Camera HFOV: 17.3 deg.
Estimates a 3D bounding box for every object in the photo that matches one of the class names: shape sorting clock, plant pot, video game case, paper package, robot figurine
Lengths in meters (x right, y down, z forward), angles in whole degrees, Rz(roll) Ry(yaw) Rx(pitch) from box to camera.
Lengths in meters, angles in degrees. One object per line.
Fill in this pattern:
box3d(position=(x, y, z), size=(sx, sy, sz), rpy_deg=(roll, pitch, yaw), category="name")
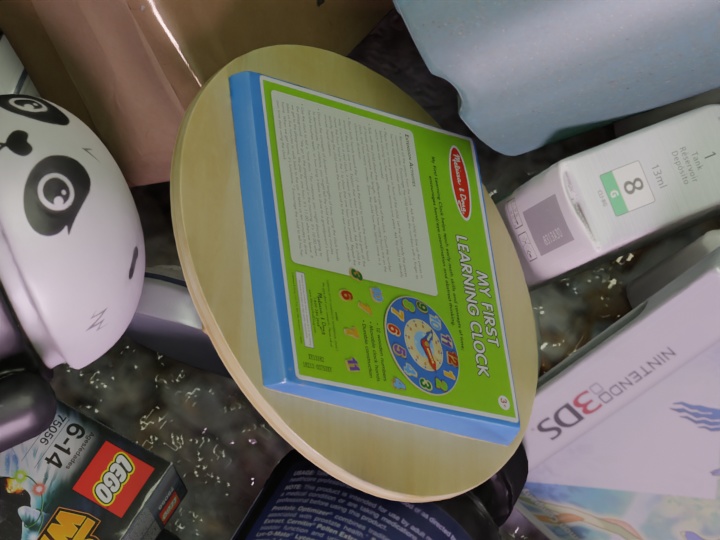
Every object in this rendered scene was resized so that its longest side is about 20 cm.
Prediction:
box3d(position=(0.000, 0.000, 0.970), size=(0.200, 0.039, 0.200), rpy_deg=(23, 52, -32), category="shape sorting clock")
box3d(position=(0.119, -0.151, 0.989), size=(0.196, 0.200, 0.200), rpy_deg=(-24, 78, 20), category="plant pot")
box3d(position=(0.166, 0.101, 1.010), size=(0.200, 0.182, 0.022), rpy_deg=(42, 45, -7), category="video game case")
box3d(position=(-0.072, -0.165, 1.026), size=(0.200, 0.103, 0.191), rpy_deg=(-51, 126, -37), category="paper package")
box3d(position=(-0.188, 0.004, 0.977), size=(0.200, 0.125, 0.150), rpy_deg=(-21, 99, -2), category="robot figurine")

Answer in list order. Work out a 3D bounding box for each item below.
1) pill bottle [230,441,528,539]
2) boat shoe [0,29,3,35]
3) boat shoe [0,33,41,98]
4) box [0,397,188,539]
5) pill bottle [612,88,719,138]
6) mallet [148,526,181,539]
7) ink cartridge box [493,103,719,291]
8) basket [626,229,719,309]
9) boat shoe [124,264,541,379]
box3d(position=(-0.007, 0.140, 0.984), size=(0.112, 0.112, 0.200), rpy_deg=(32, 54, 0), category="pill bottle")
box3d(position=(-0.218, -0.107, 1.010), size=(0.076, 0.200, 0.072), rpy_deg=(-5, 103, 29), category="boat shoe")
box3d(position=(-0.127, -0.095, 1.088), size=(0.066, 0.072, 0.200), rpy_deg=(24, 65, 0), category="boat shoe")
box3d(position=(-0.185, 0.137, 1.005), size=(0.137, 0.040, 0.200), rpy_deg=(27, 71, 18), category="box")
box3d(position=(0.163, -0.160, 1.129), size=(0.113, 0.113, 0.200), rpy_deg=(-4, 75, -10), category="pill bottle")
box3d(position=(-0.030, 0.161, 1.051), size=(0.200, 0.041, 0.066), rpy_deg=(14, 70, -10), category="mallet")
box3d(position=(0.160, -0.049, 1.071), size=(0.200, 0.161, 0.050), rpy_deg=(-23, 87, -14), category="ink cartridge box")
box3d(position=(0.245, 0.022, 1.083), size=(0.200, 0.136, 0.123), rpy_deg=(-17, 82, -14), category="basket")
box3d(position=(-0.011, 0.011, 1.073), size=(0.202, 0.075, 0.086), rpy_deg=(13, 73, -9), category="boat shoe")
